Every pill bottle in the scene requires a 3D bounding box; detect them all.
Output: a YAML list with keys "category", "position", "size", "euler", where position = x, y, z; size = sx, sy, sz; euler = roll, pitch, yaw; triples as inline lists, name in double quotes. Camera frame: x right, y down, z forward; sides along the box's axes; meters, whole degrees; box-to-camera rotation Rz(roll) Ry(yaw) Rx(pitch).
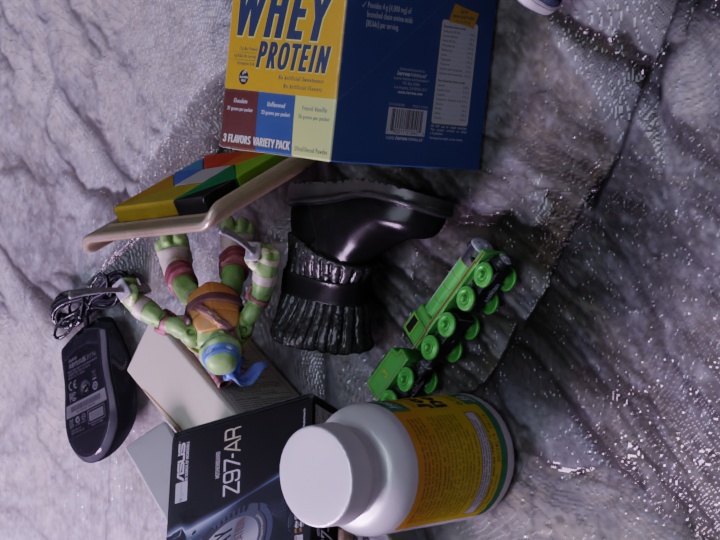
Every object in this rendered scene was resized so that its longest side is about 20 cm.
- category: "pill bottle"
  position: [0.030, 0.165, 1.504]
  size: [0.113, 0.200, 0.113]
  euler: [1, 92, 43]

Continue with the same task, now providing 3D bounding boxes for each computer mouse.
- category: "computer mouse"
  position: [-0.272, 0.108, 1.888]
  size: [0.138, 0.053, 0.200]
  euler: [-21, 66, 40]

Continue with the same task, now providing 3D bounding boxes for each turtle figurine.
- category: "turtle figurine"
  position: [-0.151, -0.004, 1.657]
  size: [0.144, 0.200, 0.194]
  euler: [-44, 24, 15]

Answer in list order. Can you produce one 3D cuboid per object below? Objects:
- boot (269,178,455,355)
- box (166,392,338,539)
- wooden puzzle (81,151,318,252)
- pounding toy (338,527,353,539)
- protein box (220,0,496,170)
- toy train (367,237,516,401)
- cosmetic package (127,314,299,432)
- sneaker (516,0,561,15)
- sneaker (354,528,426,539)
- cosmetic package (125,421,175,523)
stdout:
- category: "boot"
  position: [0.002, 0.000, 1.606]
  size: [0.211, 0.079, 0.158]
  euler: [2, 86, 53]
- category: "box"
  position: [-0.096, 0.222, 1.550]
  size: [0.160, 0.044, 0.200]
  euler: [-17, 56, 29]
- category: "wooden puzzle"
  position: [-0.147, -0.077, 1.678]
  size: [0.200, 0.185, 0.037]
  euler: [-11, 108, 44]
- category: "pounding toy"
  position: [-0.034, 0.363, 1.593]
  size: [0.184, 0.142, 0.200]
  euler: [93, 153, -65]
- category: "protein box"
  position: [0.002, -0.195, 1.523]
  size: [0.135, 0.198, 0.200]
  euler: [11, 97, 42]
- category: "toy train"
  position: [0.070, 0.051, 1.576]
  size: [0.200, 0.042, 0.056]
  euler: [-56, 46, 28]
- category: "cosmetic package"
  position: [-0.125, 0.131, 1.713]
  size: [0.200, 0.103, 0.073]
  euler: [46, 120, 33]
- category: "sneaker"
  position: [0.161, -0.326, 1.457]
  size: [0.146, 0.077, 0.203]
  euler: [-27, 72, 43]
- category: "sneaker"
  position: [0.020, 0.254, 1.601]
  size: [0.071, 0.073, 0.200]
  euler: [-32, 70, 35]
- category: "cosmetic package"
  position: [-0.139, 0.257, 1.700]
  size: [0.052, 0.151, 0.200]
  euler: [-34, 63, -1]
